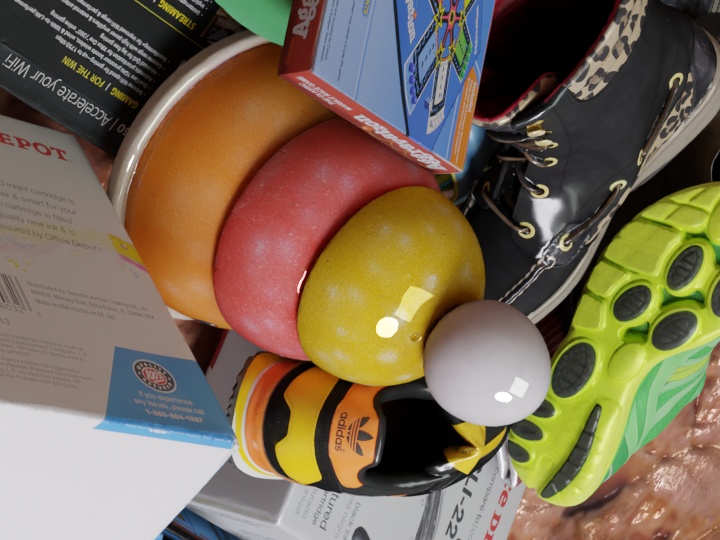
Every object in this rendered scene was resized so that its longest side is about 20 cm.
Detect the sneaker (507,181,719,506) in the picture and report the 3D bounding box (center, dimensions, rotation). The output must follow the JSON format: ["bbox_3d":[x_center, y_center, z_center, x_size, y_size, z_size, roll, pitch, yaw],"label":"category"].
[{"bbox_3d":[0.144,0.031,0.886,0.084,0.074,0.200,-21,150,-56],"label":"sneaker"}]

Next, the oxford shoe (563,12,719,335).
[{"bbox_3d":[0.164,-0.025,0.909,0.073,0.084,0.200,-9,132,-40],"label":"oxford shoe"}]

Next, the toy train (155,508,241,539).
[{"bbox_3d":[-0.113,0.148,0.861,0.087,0.114,0.200,-44,138,5],"label":"toy train"}]

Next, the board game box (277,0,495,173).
[{"bbox_3d":[0.024,-0.150,0.704,0.103,0.019,0.201,28,68,-46],"label":"board game box"}]

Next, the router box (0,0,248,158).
[{"bbox_3d":[-0.100,-0.133,0.732,0.149,0.051,0.200,-54,138,3],"label":"router box"}]

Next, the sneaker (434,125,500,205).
[{"bbox_3d":[0.085,-0.080,0.930,0.131,0.080,0.200,-41,151,10],"label":"sneaker"}]

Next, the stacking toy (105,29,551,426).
[{"bbox_3d":[0.000,0.000,0.729,0.146,0.200,0.146,-27,137,-28],"label":"stacking toy"}]

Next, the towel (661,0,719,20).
[{"bbox_3d":[0.171,-0.201,0.914,0.192,0.034,0.200,37,70,-50],"label":"towel"}]

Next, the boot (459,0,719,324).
[{"bbox_3d":[0.076,-0.055,0.794,0.200,0.073,0.151,-45,153,7],"label":"boot"}]

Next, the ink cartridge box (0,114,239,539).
[{"bbox_3d":[-0.165,0.026,0.687,0.128,0.200,0.125,16,123,-47],"label":"ink cartridge box"}]

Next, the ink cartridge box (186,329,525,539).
[{"bbox_3d":[0.006,0.092,0.927,0.200,0.084,0.145,41,66,-49],"label":"ink cartridge box"}]

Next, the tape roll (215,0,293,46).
[{"bbox_3d":[-0.008,-0.191,0.716,0.200,0.048,0.201,-1,91,-51],"label":"tape roll"}]

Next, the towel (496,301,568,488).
[{"bbox_3d":[0.124,0.017,0.990,0.200,0.023,0.144,-30,118,-49],"label":"towel"}]

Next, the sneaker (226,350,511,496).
[{"bbox_3d":[0.030,0.077,0.810,0.200,0.090,0.070,8,92,-53],"label":"sneaker"}]
